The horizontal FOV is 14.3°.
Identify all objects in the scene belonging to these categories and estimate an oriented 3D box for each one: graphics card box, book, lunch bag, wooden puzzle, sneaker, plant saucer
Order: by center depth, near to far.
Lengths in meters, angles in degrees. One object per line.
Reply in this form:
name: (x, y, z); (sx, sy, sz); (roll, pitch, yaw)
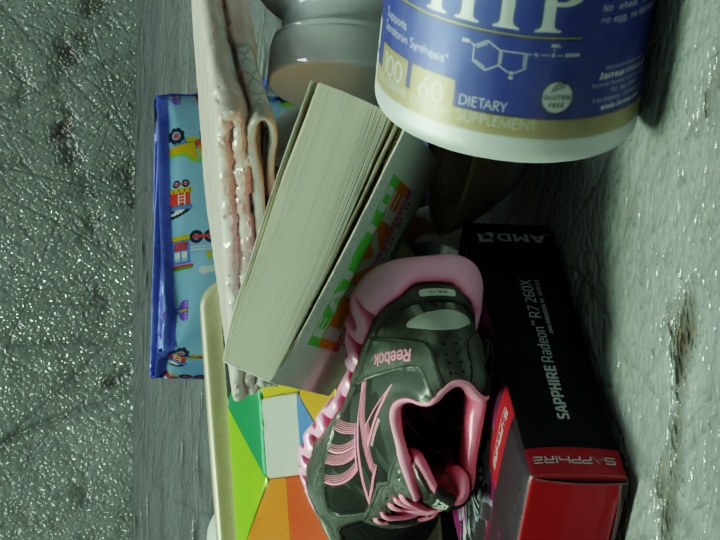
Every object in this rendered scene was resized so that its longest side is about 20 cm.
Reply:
sneaker: (0.023, 0.089, 1.359); (0.201, 0.078, 0.096); (100, 156, -45)
book: (-0.014, -0.009, 1.364); (0.200, 0.048, 0.134); (25, -91, -82)
graphics card box: (0.077, 0.083, 1.369); (0.201, 0.050, 0.126); (-100, 14, -53)
plant saucer: (0.069, -0.115, 1.441); (0.200, 0.036, 0.202); (-171, 90, -83)
wooden puzzle: (-0.030, 0.086, 1.532); (0.200, 0.037, 0.187); (-13, 80, 57)
lunch bag: (-0.060, -0.034, 1.875); (0.094, 0.149, 0.202); (129, 141, -74)

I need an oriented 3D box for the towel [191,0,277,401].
towel: (-0.065, -0.066, 1.489); (0.192, 0.032, 0.201); (-101, 8, -46)

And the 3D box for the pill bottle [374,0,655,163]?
pill bottle: (0.073, -0.159, 1.230); (0.120, 0.119, 0.201); (-110, 23, -64)

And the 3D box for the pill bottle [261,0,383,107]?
pill bottle: (0.002, -0.186, 1.460); (0.112, 0.111, 0.202); (124, 153, -71)

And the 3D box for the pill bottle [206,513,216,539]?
pill bottle: (-0.038, 0.202, 1.769); (0.112, 0.111, 0.201); (-114, 21, -68)

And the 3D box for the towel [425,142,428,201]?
towel: (0.046, -0.154, 1.683); (0.145, 0.024, 0.201); (-110, 22, -58)

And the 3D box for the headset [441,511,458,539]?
headset: (0.010, 0.162, 1.612); (0.200, 0.093, 0.124); (-126, 38, -56)

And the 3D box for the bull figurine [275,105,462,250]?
bull figurine: (0.000, 0.000, 1.613); (0.065, 0.120, 0.202); (167, 104, -79)
